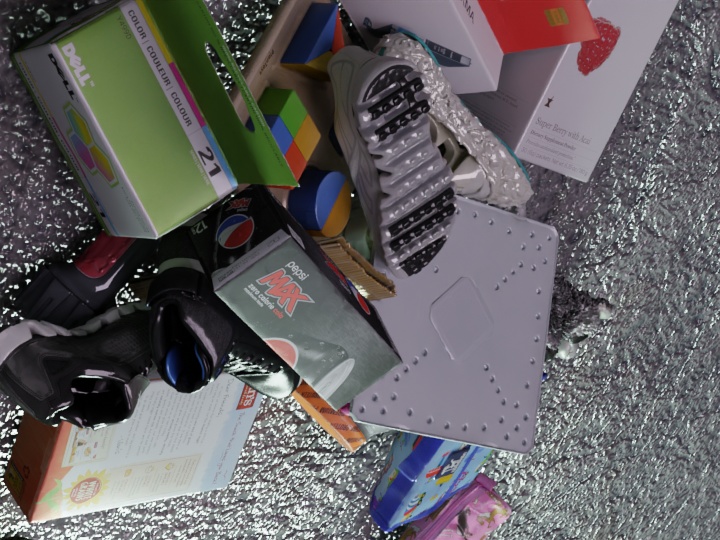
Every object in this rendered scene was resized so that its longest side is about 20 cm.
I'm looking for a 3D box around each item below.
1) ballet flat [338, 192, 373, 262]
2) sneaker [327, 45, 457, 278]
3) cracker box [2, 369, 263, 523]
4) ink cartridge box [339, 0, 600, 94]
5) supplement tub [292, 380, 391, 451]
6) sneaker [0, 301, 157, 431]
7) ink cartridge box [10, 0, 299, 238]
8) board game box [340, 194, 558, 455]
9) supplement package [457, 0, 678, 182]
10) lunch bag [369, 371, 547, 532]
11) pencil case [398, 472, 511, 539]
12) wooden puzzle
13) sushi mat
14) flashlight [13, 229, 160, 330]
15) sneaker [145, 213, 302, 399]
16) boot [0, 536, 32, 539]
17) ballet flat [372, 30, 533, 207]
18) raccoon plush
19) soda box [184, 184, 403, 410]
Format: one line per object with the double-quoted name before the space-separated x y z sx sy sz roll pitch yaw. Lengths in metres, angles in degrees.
"ballet flat" 0.000 0.000 1.239 0.072 0.071 0.202 38 63 -50
"sneaker" 0.022 -0.085 1.135 0.075 0.081 0.201 -29 130 -22
"cracker box" -0.181 0.125 1.212 0.199 0.058 0.135 -3 126 -42
"ink cartridge box" 0.074 -0.218 1.145 0.200 0.175 0.045 53 42 -48
"supplement tub" 0.027 0.058 1.324 0.200 0.122 0.123 -46 139 -9
"sneaker" -0.183 0.076 1.074 0.199 0.090 0.067 -7 135 -57
"ink cartridge box" -0.139 -0.101 0.963 0.075 0.200 0.149 -33 107 -21
"board game box" 0.078 0.041 1.239 0.199 0.026 0.202 15 79 -36
"supplement package" 0.171 -0.200 1.283 0.121 0.120 0.201 12 108 -47
"lunch bag" 0.075 0.151 1.379 0.151 0.094 0.200 -57 168 22
"pencil case" 0.072 0.298 1.566 0.200 0.086 0.083 -46 108 -10
"wooden puzzle" -0.034 -0.111 1.155 0.186 0.046 0.201 -65 148 -28
"sushi mat" -0.079 0.014 1.167 0.096 0.198 0.012 42 44 -51
"flashlight" -0.179 -0.036 1.110 0.200 0.068 0.068 -47 151 -1
"sneaker" -0.108 0.062 1.111 0.201 0.072 0.113 60 30 -42
"boot" -0.336 0.321 1.201 0.199 0.073 0.152 -31 135 -32
"ballet flat" 0.064 -0.107 1.201 0.072 0.072 0.200 -47 120 -7
"raccoon plush" 0.197 0.005 1.480 0.133 0.096 0.202 -27 133 -39
"soda box" -0.044 0.022 1.072 0.070 0.064 0.200 -35 141 5
